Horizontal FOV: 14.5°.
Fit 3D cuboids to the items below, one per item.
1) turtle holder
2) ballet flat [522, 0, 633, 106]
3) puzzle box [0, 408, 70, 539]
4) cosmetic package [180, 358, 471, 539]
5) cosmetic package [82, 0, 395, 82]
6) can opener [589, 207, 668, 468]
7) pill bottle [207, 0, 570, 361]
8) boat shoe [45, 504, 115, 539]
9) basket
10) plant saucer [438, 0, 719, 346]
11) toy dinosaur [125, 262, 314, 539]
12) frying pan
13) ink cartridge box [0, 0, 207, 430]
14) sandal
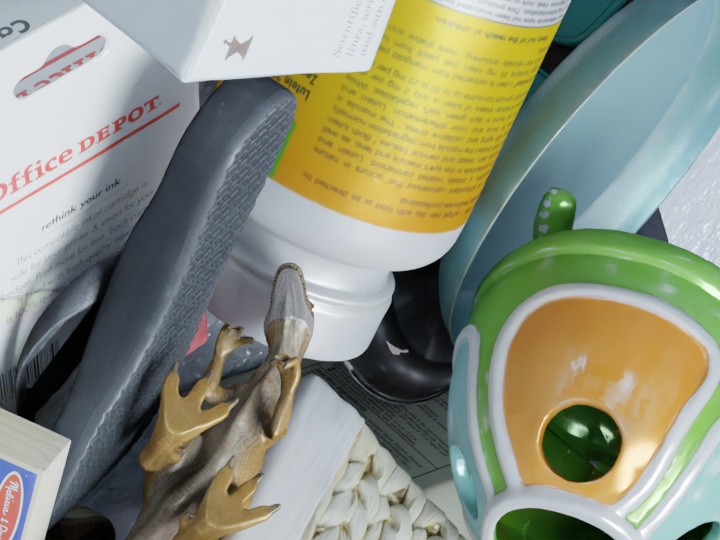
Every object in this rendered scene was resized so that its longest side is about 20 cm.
[{"bbox_3d":[0.091,0.071,1.136,0.186,0.141,0.132,-49,-165,54],"label":"turtle holder"},{"bbox_3d":[0.077,-0.081,1.218,0.200,0.073,0.073,-45,148,-16],"label":"ballet flat"},{"bbox_3d":[-0.188,0.119,1.018,0.025,0.133,0.200,-55,165,-59],"label":"puzzle box"},{"bbox_3d":[0.014,0.086,1.275,0.200,0.103,0.073,-14,134,-44],"label":"cosmetic package"},{"bbox_3d":[-0.068,-0.150,0.827,0.081,0.200,0.113,-8,129,-49],"label":"cosmetic package"},{"bbox_3d":[0.123,0.022,1.282,0.078,0.201,0.063,18,144,-28],"label":"can opener"},{"bbox_3d":[0.004,-0.070,1.090,0.111,0.111,0.200,-4,125,-51],"label":"pill bottle"},{"bbox_3d":[-0.149,0.115,1.130,0.072,0.065,0.200,-63,168,-6],"label":"boat shoe"},{"bbox_3d":[-0.040,0.161,1.091,0.136,0.123,0.200,-42,-169,32],"label":"basket"},{"bbox_3d":[0.098,-0.050,1.187,0.200,0.027,0.200,-43,162,-18],"label":"plant saucer"},{"bbox_3d":[-0.064,0.085,1.021,0.200,0.060,0.106,-51,176,-16],"label":"toy dinosaur"},{"bbox_3d":[0.007,-0.015,1.216,0.190,0.031,0.115,38,68,-42],"label":"frying pan"},{"bbox_3d":[-0.120,-0.029,1.013,0.116,0.067,0.200,-33,146,-28],"label":"ink cartridge box"},{"bbox_3d":[-0.082,0.010,0.998,0.200,0.043,0.076,-62,170,22],"label":"sandal"}]
